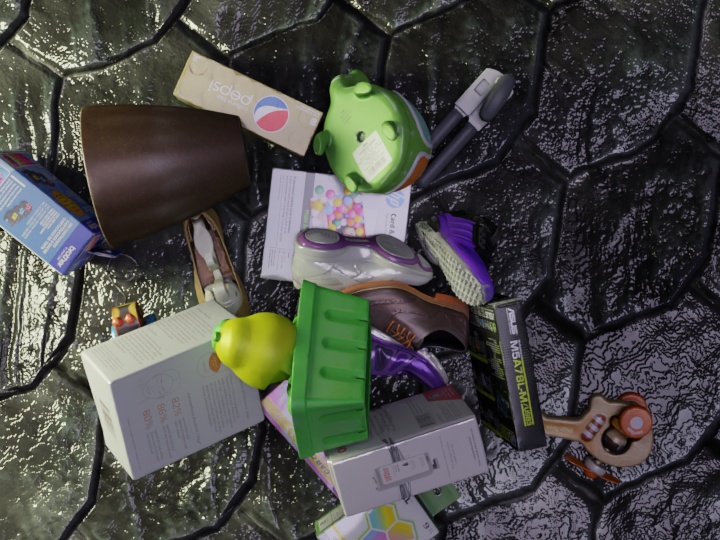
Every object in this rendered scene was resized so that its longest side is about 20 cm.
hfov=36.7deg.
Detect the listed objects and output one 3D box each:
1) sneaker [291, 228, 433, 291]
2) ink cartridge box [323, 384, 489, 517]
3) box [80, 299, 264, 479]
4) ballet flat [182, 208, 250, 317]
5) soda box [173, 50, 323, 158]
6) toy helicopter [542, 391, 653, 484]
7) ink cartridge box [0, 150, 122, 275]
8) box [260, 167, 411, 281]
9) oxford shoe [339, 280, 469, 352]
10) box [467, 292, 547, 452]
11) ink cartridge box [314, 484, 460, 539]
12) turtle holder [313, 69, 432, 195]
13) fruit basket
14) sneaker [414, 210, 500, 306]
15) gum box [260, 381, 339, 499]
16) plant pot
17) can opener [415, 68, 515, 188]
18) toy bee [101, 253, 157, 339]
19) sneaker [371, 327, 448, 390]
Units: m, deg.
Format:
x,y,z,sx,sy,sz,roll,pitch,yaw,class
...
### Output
x,y,z,sx,sy,sz,roll,pitch,yaw,class
0.000,0.000,1.495,0.198,0.075,0.100,9,120,-9,sneaker
0.052,0.234,1.436,0.198,0.147,0.084,-17,103,-5,ink cartridge box
-0.246,0.154,1.438,0.199,0.106,0.154,-22,120,-27,box
-0.206,0.005,1.511,0.068,0.063,0.202,-20,95,-2,ballet flat
-0.155,-0.228,1.501,0.198,0.064,0.068,25,91,-6,soda box
0.323,0.241,1.571,0.198,0.079,0.134,7,102,6,toy helicopter
-0.414,-0.069,1.454,0.200,0.136,0.076,41,95,-6,ink cartridge box
-0.035,-0.056,1.532,0.198,0.041,0.158,7,94,-6,box
0.059,0.066,1.467,0.198,0.072,0.074,8,52,-15,oxford shoe
0.192,0.131,1.479,0.047,0.200,0.195,-13,94,-7,box
0.043,0.352,1.548,0.199,0.059,0.104,-36,100,-1,ink cartridge box
0.017,-0.183,1.478,0.185,0.131,0.142,32,108,36,turtle holder
-0.087,0.119,1.385,0.213,0.156,0.217,-2,51,2,fruit basket
0.152,-0.031,1.477,0.099,0.200,0.070,-23,125,-9,sneaker
-0.041,0.221,1.534,0.113,0.066,0.200,-41,96,-2,gum box
-0.249,-0.142,1.436,0.198,0.187,0.189,-11,94,-3,plant pot
0.139,-0.202,1.522,0.053,0.067,0.200,42,89,-5,can opener
-0.318,0.089,1.485,0.130,0.109,0.201,-36,96,-1,toy bee
0.028,0.125,1.523,0.198,0.081,0.084,25,75,1,sneaker
